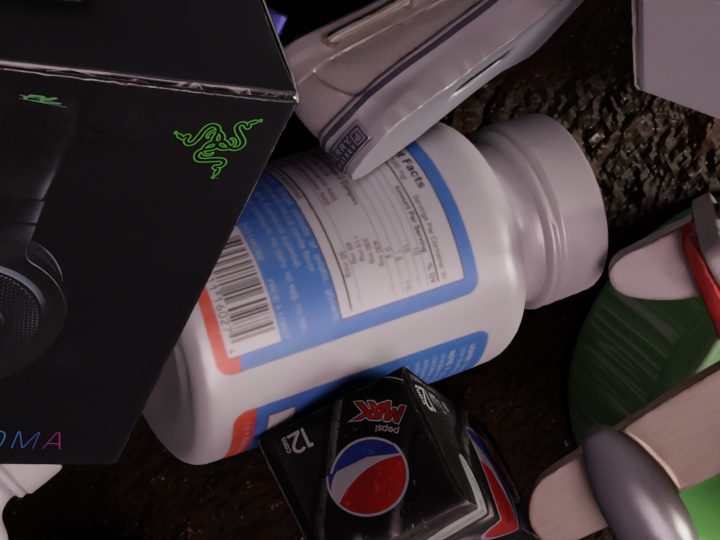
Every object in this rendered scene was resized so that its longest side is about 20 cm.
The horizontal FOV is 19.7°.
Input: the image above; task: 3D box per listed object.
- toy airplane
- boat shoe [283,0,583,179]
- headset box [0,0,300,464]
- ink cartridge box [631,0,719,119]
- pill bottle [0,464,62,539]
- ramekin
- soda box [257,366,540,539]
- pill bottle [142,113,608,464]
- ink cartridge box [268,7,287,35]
[{"bbox_3d":[0.190,0.057,0.879,0.199,0.141,0.200,10,126,-13],"label":"toy airplane"},{"bbox_3d":[0.040,-0.115,0.865,0.200,0.070,0.071,-39,173,-32],"label":"boat shoe"},{"bbox_3d":[-0.136,-0.034,0.684,0.174,0.093,0.200,5,135,-29],"label":"headset box"},{"bbox_3d":[0.212,-0.141,0.809,0.200,0.145,0.084,-57,157,-25],"label":"ink cartridge box"},{"bbox_3d":[-0.216,0.113,0.810,0.200,0.111,0.111,-39,129,-8],"label":"pill bottle"},{"bbox_3d":[0.201,0.057,1.041,0.200,0.098,0.200,-14,122,-24],"label":"ramekin"},{"bbox_3d":[0.024,0.097,0.906,0.071,0.063,0.200,-27,164,7],"label":"soda box"},{"bbox_3d":[0.000,0.000,0.879,0.200,0.112,0.112,-18,123,-22],"label":"pill bottle"},{"bbox_3d":[-0.125,-0.107,0.769,0.200,0.076,0.137,14,107,-38],"label":"ink cartridge box"}]
